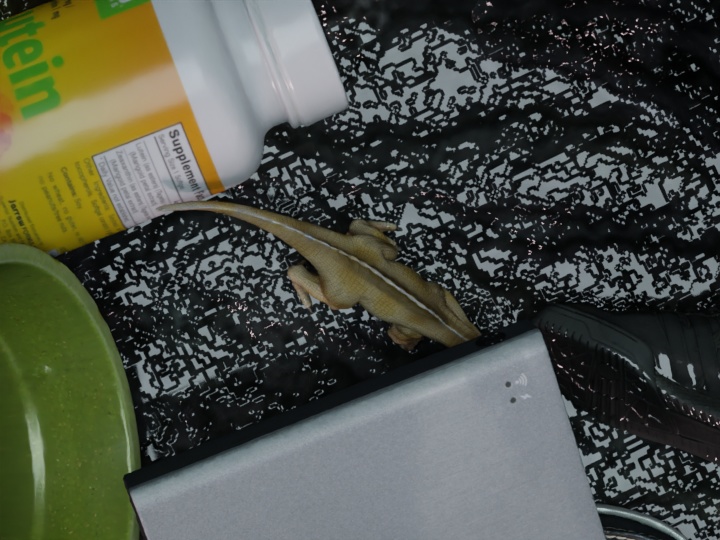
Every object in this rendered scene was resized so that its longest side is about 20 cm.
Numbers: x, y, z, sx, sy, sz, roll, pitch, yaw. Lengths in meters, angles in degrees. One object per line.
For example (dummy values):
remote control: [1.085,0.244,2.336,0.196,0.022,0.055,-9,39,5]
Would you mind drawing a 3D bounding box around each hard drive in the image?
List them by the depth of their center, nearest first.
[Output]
hard drive: [0.007,0.122,1.258,0.199,0.033,0.140,-21,108,-7]

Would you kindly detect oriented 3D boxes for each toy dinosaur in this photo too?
toy dinosaur: [0.000,0.000,1.298,0.200,0.101,0.058,32,89,-8]

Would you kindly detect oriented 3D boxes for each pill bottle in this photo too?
pill bottle: [-0.112,-0.078,1.282,0.199,0.111,0.111,-21,96,-1]

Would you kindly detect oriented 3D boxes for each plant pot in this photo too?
plant pot: [-0.229,0.095,1.253,0.189,0.200,0.201,-5,96,23]

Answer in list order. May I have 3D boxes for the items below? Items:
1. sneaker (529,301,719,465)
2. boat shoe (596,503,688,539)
sneaker: [0.188,0.041,1.331,0.199,0.060,0.104,25,56,22]
boat shoe: [0.068,0.154,1.336,0.199,0.060,0.076,-5,95,-2]
